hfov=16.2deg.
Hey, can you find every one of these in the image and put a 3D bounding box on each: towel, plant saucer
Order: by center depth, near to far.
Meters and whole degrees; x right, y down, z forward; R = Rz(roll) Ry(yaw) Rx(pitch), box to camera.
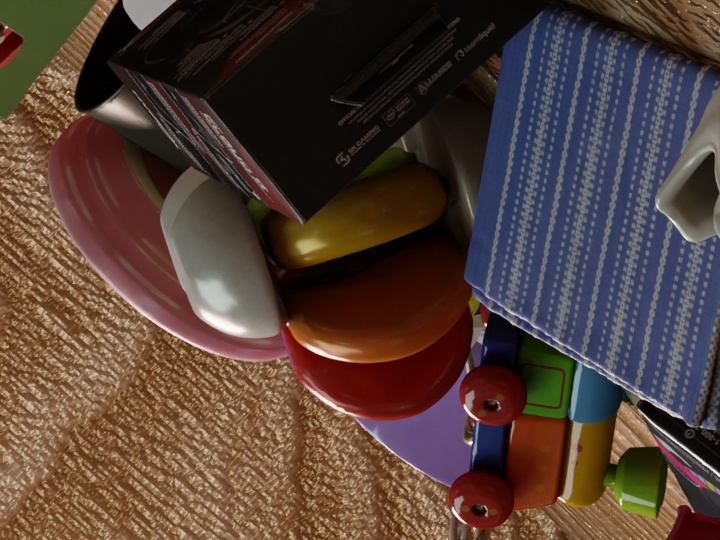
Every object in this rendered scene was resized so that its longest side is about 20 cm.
[{"bbox_3d":[0.108,-0.030,1.086,0.024,0.145,0.200,0,-163,-28],"label":"towel"},{"bbox_3d":[-0.101,-0.033,1.592,0.200,0.051,0.201,33,-153,-19],"label":"plant saucer"}]

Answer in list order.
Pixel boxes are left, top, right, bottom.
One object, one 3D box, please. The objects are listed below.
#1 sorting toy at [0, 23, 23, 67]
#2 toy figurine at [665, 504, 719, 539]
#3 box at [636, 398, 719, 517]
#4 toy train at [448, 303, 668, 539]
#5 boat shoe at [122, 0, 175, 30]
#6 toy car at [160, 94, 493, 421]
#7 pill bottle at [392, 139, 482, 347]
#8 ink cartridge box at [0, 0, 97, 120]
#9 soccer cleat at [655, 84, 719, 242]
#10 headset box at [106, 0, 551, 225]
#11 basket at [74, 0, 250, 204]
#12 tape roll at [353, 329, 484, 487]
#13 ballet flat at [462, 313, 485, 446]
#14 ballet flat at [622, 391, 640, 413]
[{"bbox_3d":[-0.200,-0.189,1.532,0.070,0.200,0.199,43,175,8],"label":"sorting toy"},{"bbox_3d":[0.194,0.085,0.991,0.150,0.184,0.200,40,174,18],"label":"toy figurine"},{"bbox_3d":[0.225,0.092,1.238,0.122,0.106,0.200,39,175,26],"label":"box"},{"bbox_3d":[0.108,0.107,1.318,0.115,0.085,0.200,9,127,7],"label":"toy train"},{"bbox_3d":[-0.028,-0.148,1.354,0.200,0.070,0.071,11,148,27],"label":"boat shoe"},{"bbox_3d":[0.000,0.000,1.278,0.200,0.175,0.150,-139,30,-79],"label":"toy car"},{"bbox_3d":[0.006,-0.042,1.457,0.112,0.112,0.200,36,147,46],"label":"pill bottle"},{"bbox_3d":[-0.149,-0.180,1.252,0.048,0.200,0.145,42,176,-31],"label":"ink cartridge box"},{"bbox_3d":[0.161,-0.030,0.833,0.069,0.085,0.200,44,175,-20],"label":"soccer cleat"},{"bbox_3d":[-0.016,-0.106,1.143,0.077,0.149,0.200,51,171,-21],"label":"headset box"},{"bbox_3d":[-0.055,-0.102,1.560,0.200,0.136,0.181,38,-147,-19],"label":"basket"},{"bbox_3d":[0.069,0.049,1.653,0.200,0.085,0.200,28,-152,-16],"label":"tape roll"},{"bbox_3d":[0.088,0.020,1.346,0.062,0.200,0.068,6,-148,0],"label":"ballet flat"},{"bbox_3d":[0.169,0.046,1.482,0.064,0.076,0.200,47,175,26],"label":"ballet flat"}]
